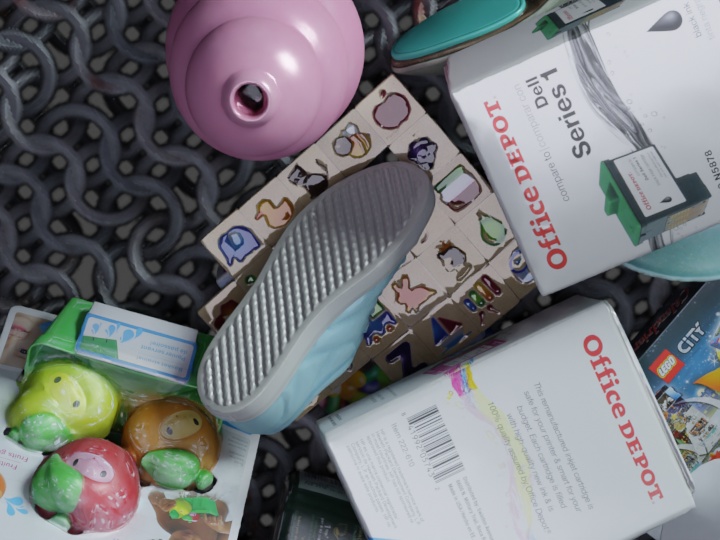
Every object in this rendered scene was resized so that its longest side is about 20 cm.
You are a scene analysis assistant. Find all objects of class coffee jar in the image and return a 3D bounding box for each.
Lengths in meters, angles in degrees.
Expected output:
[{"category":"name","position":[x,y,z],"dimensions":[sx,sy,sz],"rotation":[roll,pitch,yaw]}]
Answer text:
[{"category":"coffee jar","position":[0.035,0.206,1.279],"dimensions":[0.198,0.085,0.105],"rotation":[13,92,-3]}]

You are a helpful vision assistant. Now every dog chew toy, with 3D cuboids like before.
[{"category":"dog chew toy","position":[-0.060,-0.122,1.120],"dimensions":[0.123,0.200,0.126],"rotation":[0,107,1]}]

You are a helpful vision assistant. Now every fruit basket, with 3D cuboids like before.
[{"category":"fruit basket","position":[-0.158,0.112,1.192],"dimensions":[0.184,0.201,0.094],"rotation":[16,128,-4]}]

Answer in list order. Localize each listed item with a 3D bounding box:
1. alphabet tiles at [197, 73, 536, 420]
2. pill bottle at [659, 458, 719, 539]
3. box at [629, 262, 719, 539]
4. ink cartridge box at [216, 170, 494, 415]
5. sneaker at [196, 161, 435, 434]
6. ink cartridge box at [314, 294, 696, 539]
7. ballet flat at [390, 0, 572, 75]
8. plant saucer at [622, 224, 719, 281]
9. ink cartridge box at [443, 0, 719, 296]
[{"category":"alphabet tiles","position":[0.000,0.000,1.221],"dimensions":[0.200,0.008,0.167],"rotation":[-40,102,11]},{"category":"pill bottle","position":[0.299,0.197,1.233],"dimensions":[0.199,0.116,0.116],"rotation":[21,107,-27]},{"category":"box","position":[0.240,0.087,1.268],"dimensions":[0.136,0.038,0.200],"rotation":[37,104,-10]},{"category":"ink cartridge box","position":[0.012,0.042,1.256],"dimensions":[0.119,0.042,0.200],"rotation":[-37,105,11]},{"category":"sneaker","position":[-0.021,0.020,1.198],"dimensions":[0.200,0.082,0.074],"rotation":[-47,59,-3]},{"category":"ink cartridge box","position":[0.091,0.122,1.198],"dimensions":[0.199,0.085,0.145],"rotation":[-25,94,-4]},{"category":"ballet flat","position":[0.115,-0.159,1.180],"dimensions":[0.199,0.068,0.064],"rotation":[-30,116,10]},{"category":"plant saucer","position":[0.211,-0.093,1.183],"dimensions":[0.198,0.036,0.202],"rotation":[1,111,2]},{"category":"ink cartridge box","position":[0.166,-0.093,1.120],"dimensions":[0.199,0.084,0.147],"rotation":[-24,108,10]}]
